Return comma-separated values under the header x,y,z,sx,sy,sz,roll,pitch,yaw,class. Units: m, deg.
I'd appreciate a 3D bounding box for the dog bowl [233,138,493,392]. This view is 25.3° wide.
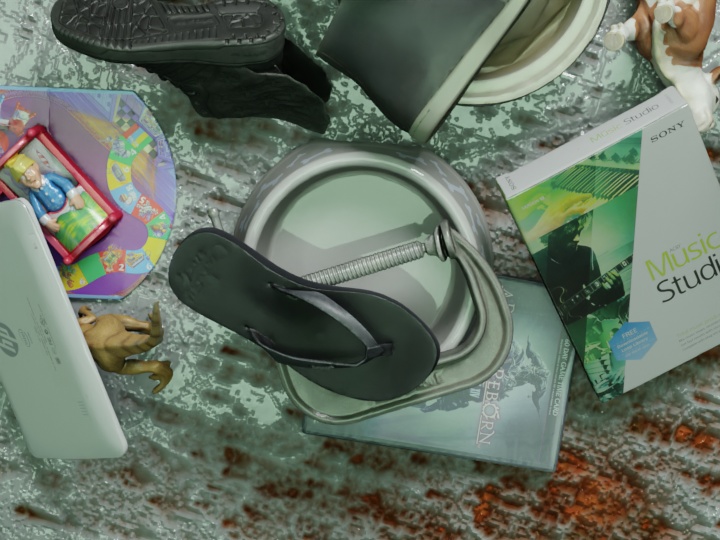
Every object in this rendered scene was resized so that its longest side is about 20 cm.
x,y,z,sx,sy,sz,roll,pitch,yaw,class
0.000,0.000,1.173,0.198,0.059,0.203,0,98,2,dog bowl

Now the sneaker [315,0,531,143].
x,y,z,sx,sy,sz,roll,pitch,yaw,class
0.060,-0.196,1.078,0.106,0.075,0.201,36,95,1,sneaker

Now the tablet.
x,y,z,sx,sy,sz,roll,pitch,yaw,class
-0.245,0.047,1.178,0.129,0.014,0.202,-7,108,46,tablet

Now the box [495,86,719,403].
x,y,z,sx,sy,sz,roll,pitch,yaw,class
0.199,-0.014,1.156,0.143,0.036,0.201,-28,119,3,box

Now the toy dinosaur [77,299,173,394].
x,y,z,sx,sy,sz,roll,pitch,yaw,class
-0.178,0.054,1.166,0.199,0.106,0.061,1,81,42,toy dinosaur

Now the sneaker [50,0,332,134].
x,y,z,sx,sy,sz,roll,pitch,yaw,class
-0.119,-0.148,1.152,0.197,0.105,0.061,3,59,0,sneaker

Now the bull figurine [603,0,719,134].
x,y,z,sx,sy,sz,roll,pitch,yaw,class
0.222,-0.199,1.136,0.065,0.121,0.203,2,92,29,bull figurine

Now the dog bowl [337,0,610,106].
x,y,z,sx,sy,sz,roll,pitch,yaw,class
0.080,-0.221,1.148,0.198,0.074,0.203,0,99,1,dog bowl

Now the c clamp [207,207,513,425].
x,y,z,sx,sy,sz,roll,pitch,yaw,class
0.004,0.022,1.133,0.198,0.027,0.173,-11,98,4,c clamp

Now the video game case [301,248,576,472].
x,y,z,sx,sy,sz,roll,pitch,yaw,class
0.063,0.068,1.220,0.198,0.019,0.145,9,99,1,video game case

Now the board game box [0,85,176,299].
x,y,z,sx,sy,sz,roll,pitch,yaw,class
-0.238,-0.056,1.196,0.197,0.039,0.160,3,99,2,board game box

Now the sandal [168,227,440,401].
x,y,z,sx,sy,sz,roll,pitch,yaw,class
-0.042,0.038,1.107,0.198,0.043,0.077,22,104,-2,sandal
